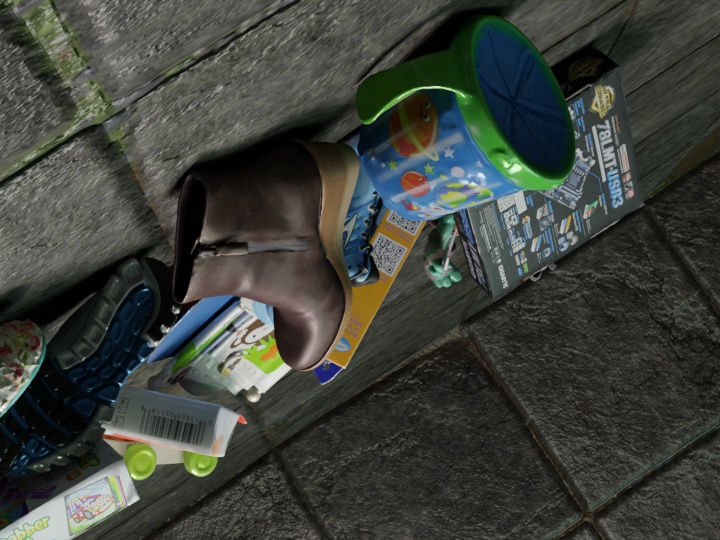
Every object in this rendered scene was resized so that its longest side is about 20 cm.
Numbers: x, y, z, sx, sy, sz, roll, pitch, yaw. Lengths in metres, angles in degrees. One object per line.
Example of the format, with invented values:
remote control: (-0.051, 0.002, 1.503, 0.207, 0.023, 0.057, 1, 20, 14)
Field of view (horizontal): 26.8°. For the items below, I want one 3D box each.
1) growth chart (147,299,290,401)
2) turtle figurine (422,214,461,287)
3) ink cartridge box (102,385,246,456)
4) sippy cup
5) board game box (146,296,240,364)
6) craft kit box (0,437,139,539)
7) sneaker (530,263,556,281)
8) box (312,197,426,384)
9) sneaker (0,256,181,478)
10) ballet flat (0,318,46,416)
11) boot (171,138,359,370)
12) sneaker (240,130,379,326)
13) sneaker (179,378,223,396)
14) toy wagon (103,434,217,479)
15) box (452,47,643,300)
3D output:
growth chart: (-0.096, 0.067, 1.390, 0.145, 0.018, 0.200, -44, 156, 12)
turtle figurine: (0.120, -0.054, 1.658, 0.149, 0.101, 0.200, -26, 166, -11)
ink cartridge box: (-0.195, 0.136, 1.377, 0.200, 0.161, 0.051, 81, 21, -78)
sippy cup: (0.073, -0.104, 1.143, 0.130, 0.178, 0.140, -26, -155, 34)
board game box: (-0.120, 0.010, 1.327, 0.158, 0.039, 0.200, -43, 172, 15)
craft kit box: (-0.292, 0.166, 1.122, 0.197, 0.049, 0.200, -28, -149, -24)
sneaker: (0.304, -0.042, 2.478, 0.074, 0.082, 0.200, -31, 171, -15)
box: (0.000, 0.000, 1.319, 0.201, 0.041, 0.119, -59, -169, 2)
sneaker: (-0.212, 0.079, 1.126, 0.086, 0.075, 0.200, -24, -158, 54)
ballet flat: (-0.302, 0.100, 1.049, 0.200, 0.076, 0.064, -42, 136, 17)
boot: (-0.078, 0.001, 1.117, 0.166, 0.072, 0.201, -19, 128, -45)
sneaker: (-0.009, -0.029, 1.240, 0.201, 0.090, 0.078, -56, 165, 7)
sneaker: (-0.091, 0.039, 1.451, 0.200, 0.074, 0.118, -40, -178, -35)
toy wagon: (-0.235, 0.157, 1.420, 0.199, 0.040, 0.155, 4, -173, -41)
box: (0.185, -0.094, 1.523, 0.198, 0.050, 0.201, -34, 137, -11)
